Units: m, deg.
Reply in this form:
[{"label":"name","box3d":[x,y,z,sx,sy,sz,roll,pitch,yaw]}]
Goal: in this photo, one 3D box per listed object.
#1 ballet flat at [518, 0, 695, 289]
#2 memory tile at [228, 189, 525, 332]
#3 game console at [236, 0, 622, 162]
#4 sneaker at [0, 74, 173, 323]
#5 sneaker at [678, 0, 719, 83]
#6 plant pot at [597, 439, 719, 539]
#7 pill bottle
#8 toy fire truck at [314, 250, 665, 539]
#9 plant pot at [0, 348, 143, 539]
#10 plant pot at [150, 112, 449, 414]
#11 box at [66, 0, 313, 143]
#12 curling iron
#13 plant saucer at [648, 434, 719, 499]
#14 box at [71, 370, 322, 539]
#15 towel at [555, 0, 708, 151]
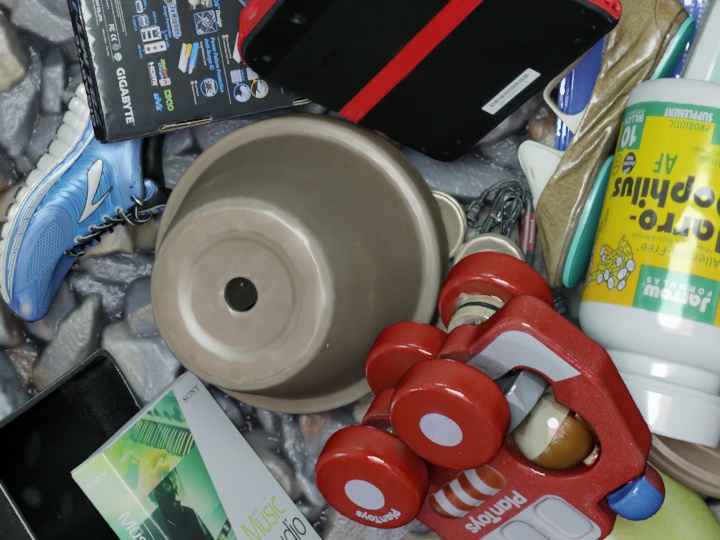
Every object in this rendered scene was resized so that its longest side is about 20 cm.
[{"label":"ballet flat","box3d":[0.147,-0.091,1.041,0.072,0.068,0.202,26,101,18]},{"label":"memory tile","box3d":[0.000,0.000,1.089,0.199,0.017,0.154,33,103,6]},{"label":"game console","box3d":[0.033,-0.147,0.960,0.176,0.200,0.031,22,58,-20]},{"label":"sneaker","box3d":[-0.177,-0.049,1.078,0.089,0.079,0.201,30,98,2]},{"label":"sneaker","box3d":[0.277,-0.151,1.012,0.117,0.074,0.202,20,110,5]},{"label":"plant pot","box3d":[0.172,0.205,1.044,0.199,0.200,0.185,-28,83,7]},{"label":"pill bottle","box3d":[0.192,-0.003,0.946,0.112,0.113,0.202,14,87,2]},{"label":"toy fire truck","box3d":[0.083,0.098,0.913,0.167,0.113,0.200,36,136,-10]},{"label":"plant pot","box3d":[-0.224,0.201,1.067,0.176,0.200,0.201,-28,95,20]},{"label":"plant pot","box3d":[-0.055,0.003,1.004,0.198,0.175,0.203,2,97,13]},{"label":"box","box3d":[-0.093,-0.198,1.034,0.197,0.050,0.202,-14,99,-18]},{"label":"curling iron","box3d":[0.096,0.037,1.096,0.049,0.026,0.202,1,98,9]},{"label":"plant saucer","box3d":[0.244,0.049,1.031,0.198,0.030,0.202,5,67,-12]},{"label":"box","box3d":[-0.092,0.177,1.067,0.036,0.144,0.201,-36,94,25]},{"label":"towel","box3d":[0.230,-0.115,1.067,0.198,0.024,0.146,4,99,3]}]
